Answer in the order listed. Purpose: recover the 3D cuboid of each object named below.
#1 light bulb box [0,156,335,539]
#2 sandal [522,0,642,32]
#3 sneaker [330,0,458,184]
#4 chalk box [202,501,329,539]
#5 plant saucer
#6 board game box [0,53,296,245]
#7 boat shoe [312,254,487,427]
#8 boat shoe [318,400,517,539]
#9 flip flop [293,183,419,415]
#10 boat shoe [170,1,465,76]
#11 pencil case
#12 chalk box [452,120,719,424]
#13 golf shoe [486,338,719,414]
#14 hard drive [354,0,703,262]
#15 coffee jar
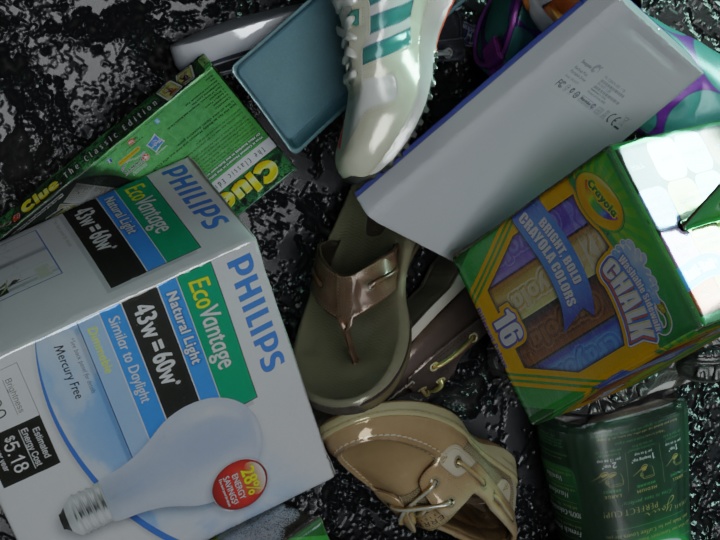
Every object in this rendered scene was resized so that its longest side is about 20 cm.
[{"bbox_3d":[-0.147,0.070,1.161,0.200,0.125,0.198,-26,126,-12],"label":"light bulb box"},{"bbox_3d":[0.132,-0.225,1.208,0.079,0.059,0.207,-3,64,-37],"label":"sandal"},{"bbox_3d":[0.004,-0.155,1.146,0.093,0.070,0.200,23,82,-19],"label":"sneaker"},{"bbox_3d":[-0.109,0.244,1.175,0.200,0.125,0.124,-31,110,-25],"label":"chalk box"},{"bbox_3d":[0.006,-0.162,1.188,0.200,0.019,0.070,-44,111,-18],"label":"plant saucer"},{"bbox_3d":[-0.146,-0.038,1.192,0.200,0.023,0.105,-39,128,0],"label":"board game box"},{"bbox_3d":[0.046,0.049,1.277,0.200,0.072,0.060,-47,107,-12],"label":"boat shoe"},{"bbox_3d":[0.048,0.138,1.247,0.200,0.071,0.065,26,46,-47],"label":"boat shoe"},{"bbox_3d":[0.000,0.000,1.215,0.058,0.081,0.200,54,46,-54],"label":"flip flop"},{"bbox_3d":[-0.023,-0.141,1.225,0.200,0.072,0.068,-15,102,-23],"label":"boat shoe"},{"bbox_3d":[0.171,-0.136,1.277,0.200,0.085,0.092,23,77,-20],"label":"pencil case"},{"bbox_3d":[0.180,-0.008,1.158,0.124,0.200,0.124,-14,75,-43],"label":"chalk box"},{"bbox_3d":[0.183,0.057,1.312,0.200,0.094,0.078,-5,90,-6],"label":"golf shoe"},{"bbox_3d":[0.107,-0.086,1.171,0.200,0.025,0.132,-40,149,16],"label":"hard drive"},{"bbox_3d":[0.187,0.186,1.336,0.104,0.085,0.200,-12,102,-23],"label":"coffee jar"}]
